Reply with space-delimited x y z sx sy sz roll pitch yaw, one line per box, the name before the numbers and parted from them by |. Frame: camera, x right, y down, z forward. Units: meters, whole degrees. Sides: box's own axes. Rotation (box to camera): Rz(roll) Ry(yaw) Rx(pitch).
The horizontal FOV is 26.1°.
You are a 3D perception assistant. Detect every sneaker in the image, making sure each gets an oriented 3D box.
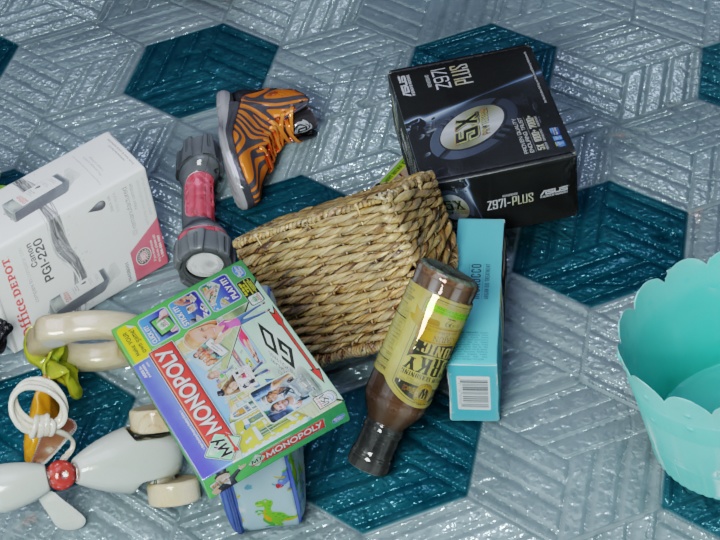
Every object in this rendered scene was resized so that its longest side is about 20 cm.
sneaker | -0.102 -0.151 1.762 0.111 0.078 0.201 -10 44 0

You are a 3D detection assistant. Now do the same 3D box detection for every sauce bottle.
sauce bottle | 0.044 0.091 1.421 0.064 0.201 0.065 21 10 -4

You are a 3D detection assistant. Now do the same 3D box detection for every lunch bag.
lunch bag | -0.101 0.122 1.418 0.082 0.161 0.201 -8 44 0

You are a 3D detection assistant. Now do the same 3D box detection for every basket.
basket | 0.000 0.000 1.544 0.199 0.150 0.143 -17 7 30

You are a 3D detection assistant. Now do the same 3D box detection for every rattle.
rattle | -0.226 0.107 1.523 0.199 0.130 0.144 6 50 -24

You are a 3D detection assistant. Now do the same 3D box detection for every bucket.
bucket | 0.336 0.094 1.379 0.206 0.135 0.208 -11 40 9

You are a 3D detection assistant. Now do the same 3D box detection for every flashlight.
flashlight | -0.172 -0.070 1.694 0.067 0.068 0.201 -15 45 9

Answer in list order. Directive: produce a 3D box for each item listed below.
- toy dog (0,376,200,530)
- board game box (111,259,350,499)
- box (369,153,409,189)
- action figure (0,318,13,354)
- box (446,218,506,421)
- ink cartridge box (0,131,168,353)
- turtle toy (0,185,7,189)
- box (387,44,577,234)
toy dog | -0.245 0.175 1.429 0.199 0.096 0.133 13 82 -18
board game box | -0.114 0.088 1.325 0.134 0.029 0.200 -28 48 -13
box | 0.107 -0.116 1.723 0.110 0.035 0.200 22 51 28
action figure | -0.448 0.048 1.557 0.199 0.102 0.119 18 61 23
box | 0.115 0.046 1.521 0.049 0.083 0.201 1 45 8
ink cartridge box | -0.313 -0.030 1.619 0.199 0.146 0.085 -31 49 -21
turtle toy | -0.417 -0.041 1.668 0.199 0.146 0.102 -13 64 -27
box | 0.128 -0.138 1.655 0.163 0.086 0.201 -11 44 -2
